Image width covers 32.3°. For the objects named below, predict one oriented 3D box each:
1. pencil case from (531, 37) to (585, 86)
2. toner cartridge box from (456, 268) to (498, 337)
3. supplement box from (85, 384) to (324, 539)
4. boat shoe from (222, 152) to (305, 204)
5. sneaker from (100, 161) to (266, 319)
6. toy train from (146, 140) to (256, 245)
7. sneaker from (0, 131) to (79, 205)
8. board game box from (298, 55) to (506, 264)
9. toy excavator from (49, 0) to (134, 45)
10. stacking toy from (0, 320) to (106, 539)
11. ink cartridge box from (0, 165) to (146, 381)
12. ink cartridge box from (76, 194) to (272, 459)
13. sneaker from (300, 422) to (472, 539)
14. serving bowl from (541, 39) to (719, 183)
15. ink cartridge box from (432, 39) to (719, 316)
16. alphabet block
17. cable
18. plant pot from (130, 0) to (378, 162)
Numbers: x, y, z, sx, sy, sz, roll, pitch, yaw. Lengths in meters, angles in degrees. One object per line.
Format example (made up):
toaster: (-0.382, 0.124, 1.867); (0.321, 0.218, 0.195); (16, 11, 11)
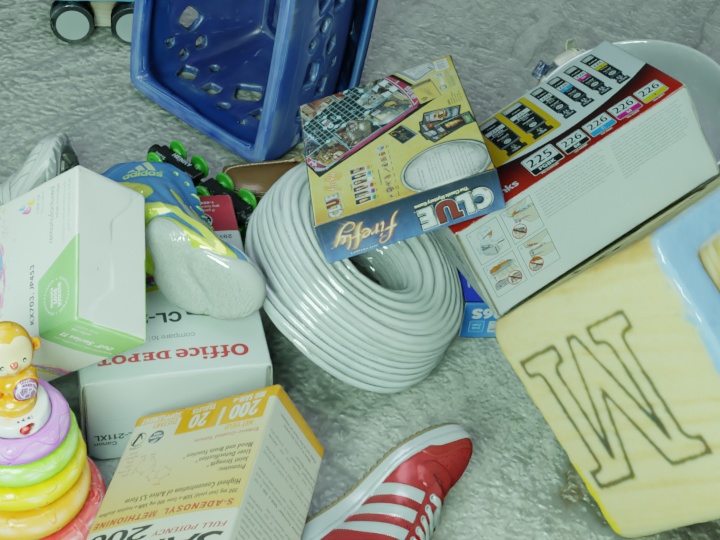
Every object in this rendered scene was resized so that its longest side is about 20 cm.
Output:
pencil case: (0.263, -0.150, 1.253); (0.199, 0.090, 0.077); (38, 43, 28)
toner cartridge box: (0.119, -0.025, 1.129); (0.094, 0.044, 0.201); (0, 43, -8)
supplement box: (-0.111, 0.179, 0.810); (0.125, 0.074, 0.201); (-15, 35, 25)
boat shoe: (-0.029, -0.085, 1.147); (0.197, 0.074, 0.076); (2, 42, -6)
sneaker: (-0.139, -0.038, 0.953); (0.198, 0.076, 0.105); (24, 44, 19)
toy train: (-0.119, -0.048, 1.106); (0.199, 0.057, 0.042); (35, 47, 24)
sneaker: (-0.300, -0.056, 1.075); (0.098, 0.079, 0.201); (-9, 32, 10)
board game box: (0.025, -0.090, 0.942); (0.134, 0.035, 0.201); (-17, 32, 5)
toy excavator: (-0.306, -0.349, 1.297); (0.191, 0.202, 0.101); (0, 42, -9)
stacking toy: (-0.223, 0.110, 0.811); (0.115, 0.202, 0.110); (-17, 47, -27)
ink cartridge box: (-0.246, 0.018, 0.900); (0.067, 0.198, 0.119); (22, 55, -48)
ink cartridge box: (-0.156, 0.038, 0.987); (0.144, 0.084, 0.201); (-5, 44, -14)
sneaker: (0.032, 0.194, 0.857); (0.199, 0.072, 0.112); (-34, 52, -27)
serving bowl: (0.252, -0.120, 1.153); (0.197, 0.066, 0.202); (-9, 51, 11)
ink cartridge box: (0.142, -0.083, 0.967); (0.199, 0.084, 0.176); (-33, 29, -1)
alphabet block: (0.253, 0.052, 0.897); (0.194, 0.200, 0.198); (-29, 86, -33)
cable: (0.000, 0.000, 1.013); (0.201, 0.069, 0.199); (50, 34, 9)
plant pot: (-0.096, -0.252, 1.235); (0.199, 0.202, 0.179); (33, 41, 25)
